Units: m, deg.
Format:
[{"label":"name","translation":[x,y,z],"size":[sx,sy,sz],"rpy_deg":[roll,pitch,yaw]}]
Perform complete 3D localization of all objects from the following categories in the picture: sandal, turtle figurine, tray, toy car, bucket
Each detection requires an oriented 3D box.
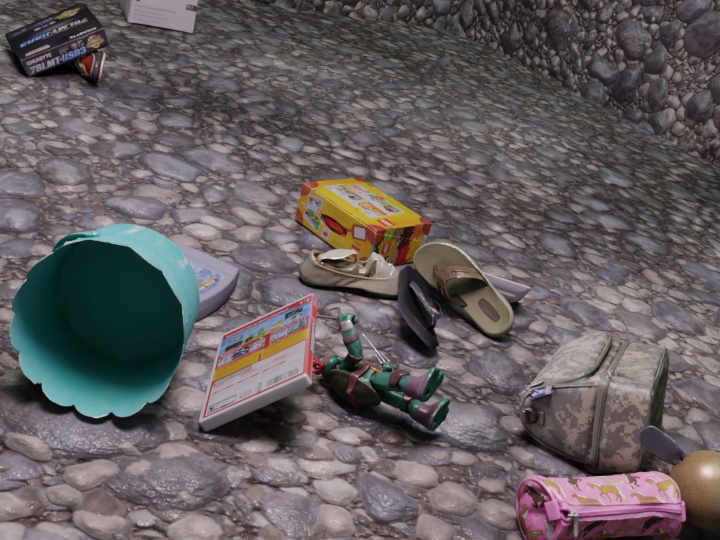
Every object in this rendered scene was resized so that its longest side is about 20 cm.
[{"label":"sandal","translation":[0.093,0.046,1.379],"size":[0.076,0.043,0.201],"rpy_deg":[45,19,-26]},{"label":"turtle figurine","translation":[0.015,0.132,1.149],"size":[0.199,0.101,0.150],"rpy_deg":[22,-16,32]},{"label":"tray","translation":[0.185,0.018,1.521],"size":[0.198,0.022,0.107],"rpy_deg":[18,-10,4]},{"label":"toy car","translation":[0.430,0.258,1.080],"size":[0.198,0.166,0.158],"rpy_deg":[11,22,20]},{"label":"sandal","translation":[0.165,0.024,1.430],"size":[0.201,0.080,0.057],"rpy_deg":[42,16,21]},{"label":"bucket","translation":[-0.283,0.048,1.022],"size":[0.205,0.209,0.135],"rpy_deg":[14,15,-3]}]

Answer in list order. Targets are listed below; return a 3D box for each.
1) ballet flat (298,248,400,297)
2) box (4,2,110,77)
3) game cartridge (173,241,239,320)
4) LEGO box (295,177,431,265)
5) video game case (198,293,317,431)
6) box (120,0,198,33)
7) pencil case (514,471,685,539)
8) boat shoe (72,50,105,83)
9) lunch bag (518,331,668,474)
[{"label":"ballet flat","translation":[0.000,0.000,1.441],"size":[0.198,0.070,0.070],"rpy_deg":[6,26,-21]},{"label":"box","translation":[-0.691,-0.527,2.034],"size":[0.199,0.050,0.199],"rpy_deg":[-27,40,-14]},{"label":"game cartridge","translation":[-0.262,0.020,1.280],"size":[0.132,0.042,0.200],"rpy_deg":[19,25,16]},{"label":"LEGO box","translation":[0.004,-0.088,1.608],"size":[0.148,0.078,0.199],"rpy_deg":[-10,36,-43]},{"label":"video game case","translation":[-0.121,0.108,1.101],"size":[0.142,0.018,0.201],"rpy_deg":[-25,24,11]},{"label":"box","translation":[-0.603,-0.814,2.677],"size":[0.197,0.132,0.200],"rpy_deg":[3,28,-24]},{"label":"pencil case","translation":[0.276,0.273,1.026],"size":[0.198,0.083,0.087],"rpy_deg":[4,34,-25]},{"label":"boat shoe","translation":[-0.625,-0.480,2.042],"size":[0.062,0.072,0.200],"rpy_deg":[14,19,-30]},{"label":"lunch bag","translation":[0.317,0.171,1.208],"size":[0.166,0.141,0.200],"rpy_deg":[8,19,25]}]
